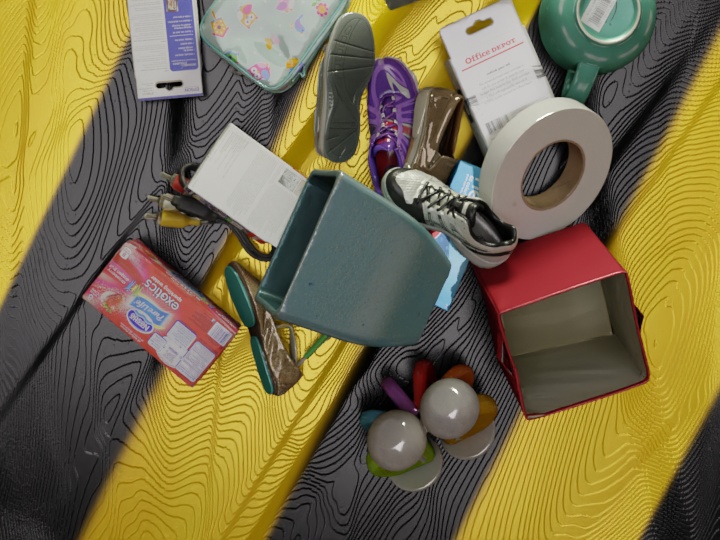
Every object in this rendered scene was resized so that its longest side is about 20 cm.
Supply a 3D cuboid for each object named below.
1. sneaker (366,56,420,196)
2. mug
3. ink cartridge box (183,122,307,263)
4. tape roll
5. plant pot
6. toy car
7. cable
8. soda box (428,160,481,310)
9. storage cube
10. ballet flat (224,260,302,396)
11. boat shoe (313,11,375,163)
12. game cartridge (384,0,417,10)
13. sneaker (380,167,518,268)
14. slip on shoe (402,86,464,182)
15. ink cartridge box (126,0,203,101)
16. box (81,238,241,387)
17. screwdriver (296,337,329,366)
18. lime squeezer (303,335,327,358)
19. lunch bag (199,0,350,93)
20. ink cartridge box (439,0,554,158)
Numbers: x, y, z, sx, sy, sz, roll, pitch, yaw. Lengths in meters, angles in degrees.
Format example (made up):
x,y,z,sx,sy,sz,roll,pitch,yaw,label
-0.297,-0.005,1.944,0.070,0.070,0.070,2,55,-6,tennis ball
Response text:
x,y,z,sx,sy,sz,roll,pitch,yaw,label
0.044,-0.194,1.573,0.080,0.083,0.202,-3,95,13,sneaker
0.329,-0.331,1.555,0.151,0.114,0.187,-18,95,1,mug
-0.133,-0.101,1.588,0.199,0.050,0.109,35,80,-13,ink cartridge box
0.252,-0.136,1.554,0.201,0.037,0.204,-17,130,-22,tape roll
0.000,0.000,1.495,0.199,0.196,0.198,25,89,-15,plant pot
0.085,0.204,1.595,0.199,0.175,0.151,-31,61,2,toy car
-0.201,-0.082,1.619,0.198,0.050,0.098,23,78,-15,cable
0.129,-0.050,1.604,0.067,0.064,0.202,22,94,-3,soda box
0.267,0.065,1.539,0.198,0.180,0.172,-19,114,0,storage cube
-0.133,0.076,1.619,0.065,0.070,0.202,-20,97,-25,ballet flat
-0.029,-0.253,1.573,0.074,0.065,0.204,-1,104,-29,boat shoe
0.124,-0.410,1.534,0.198,0.133,0.042,-22,96,0,game cartridge
0.123,-0.083,1.503,0.199,0.088,0.076,30,69,-7,sneaker
0.102,-0.150,1.573,0.060,0.076,0.202,11,93,29,slip on shoe
-0.272,-0.339,1.584,0.094,0.037,0.202,-5,93,-1,ink cartridge box
-0.274,0.057,1.591,0.200,0.095,0.100,40,93,-4,box
-0.040,0.090,1.633,0.200,0.029,0.028,-43,95,2,screwdriver
-0.032,0.033,1.607,0.070,0.038,0.202,12,92,15,lime squeezer
-0.114,-0.349,1.565,0.160,0.077,0.201,37,94,-6,lunch bag
0.193,-0.260,1.583,0.115,0.067,0.202,-24,95,0,ink cartridge box
